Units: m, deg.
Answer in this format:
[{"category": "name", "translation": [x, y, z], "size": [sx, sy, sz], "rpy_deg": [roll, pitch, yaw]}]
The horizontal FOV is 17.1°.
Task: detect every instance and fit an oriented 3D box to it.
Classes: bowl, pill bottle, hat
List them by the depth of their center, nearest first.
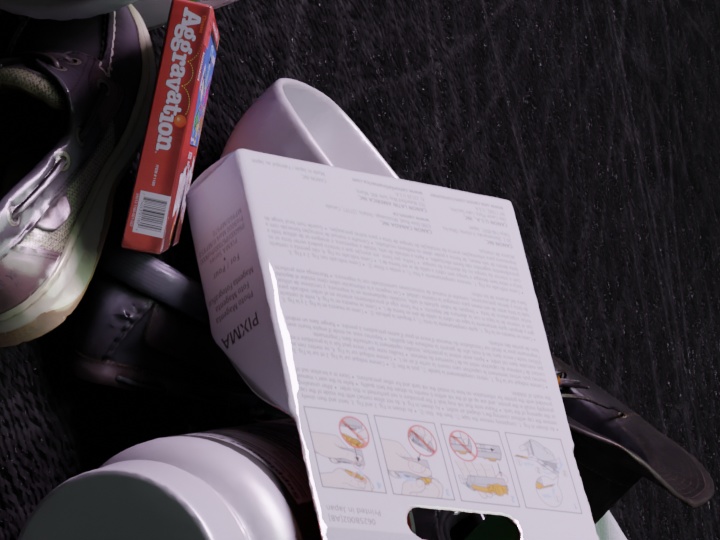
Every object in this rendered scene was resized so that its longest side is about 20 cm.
[{"category": "pill bottle", "translation": [-0.059, 0.125, 1.016], "size": [0.200, 0.113, 0.115], "rpy_deg": [-2, 77, -69]}, {"category": "bowl", "translation": [0.000, 0.000, 1.231], "size": [0.201, 0.074, 0.200], "rpy_deg": [54, 8, 4]}, {"category": "hat", "translation": [0.119, 0.111, 1.499], "size": [0.200, 0.081, 0.201], "rpy_deg": [33, 8, -5]}]

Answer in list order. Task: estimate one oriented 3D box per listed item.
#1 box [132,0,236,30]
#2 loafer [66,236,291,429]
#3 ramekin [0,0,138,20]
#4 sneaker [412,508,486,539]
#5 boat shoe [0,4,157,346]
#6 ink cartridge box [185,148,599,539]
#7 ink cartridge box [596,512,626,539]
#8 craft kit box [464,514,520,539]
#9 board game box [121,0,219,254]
[{"category": "box", "translation": [-0.114, -0.221, 1.131], "size": [0.113, 0.101, 0.201], "rpy_deg": [-51, 123, -66]}, {"category": "loafer", "translation": [-0.079, 0.043, 1.112], "size": [0.063, 0.072, 0.200], "rpy_deg": [-61, 152, -6]}, {"category": "ramekin", "translation": [-0.124, -0.196, 0.972], "size": [0.094, 0.201, 0.204], "rpy_deg": [-49, 122, -53]}, {"category": "sneaker", "translation": [0.021, 0.188, 1.186], "size": [0.201, 0.110, 0.077], "rpy_deg": [-80, 148, -49]}, {"category": "boat shoe", "translation": [-0.136, -0.061, 1.010], "size": [0.065, 0.071, 0.201], "rpy_deg": [61, 30, -43]}, {"category": "ink cartridge box", "translation": [0.016, 0.050, 1.050], "size": [0.162, 0.057, 0.202], "rpy_deg": [9, 59, -36]}, {"category": "ink cartridge box", "translation": [0.162, 0.252, 1.586], "size": [0.201, 0.057, 0.164], "rpy_deg": [60, 25, -45]}, {"category": "craft kit box", "translation": [0.044, 0.239, 1.118], "size": [0.048, 0.200, 0.198], "rpy_deg": [38, -11, 41]}, {"category": "board game box", "translation": [-0.082, -0.061, 1.060], "size": [0.200, 0.019, 0.104], "rpy_deg": [-136, -121, -87]}]
